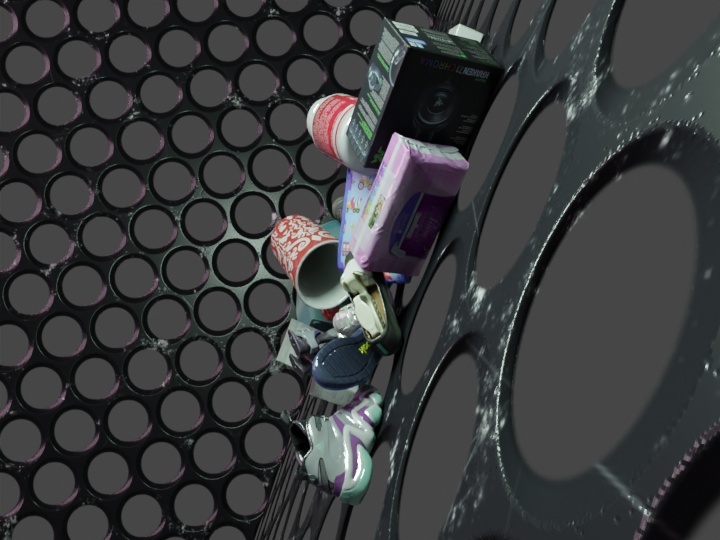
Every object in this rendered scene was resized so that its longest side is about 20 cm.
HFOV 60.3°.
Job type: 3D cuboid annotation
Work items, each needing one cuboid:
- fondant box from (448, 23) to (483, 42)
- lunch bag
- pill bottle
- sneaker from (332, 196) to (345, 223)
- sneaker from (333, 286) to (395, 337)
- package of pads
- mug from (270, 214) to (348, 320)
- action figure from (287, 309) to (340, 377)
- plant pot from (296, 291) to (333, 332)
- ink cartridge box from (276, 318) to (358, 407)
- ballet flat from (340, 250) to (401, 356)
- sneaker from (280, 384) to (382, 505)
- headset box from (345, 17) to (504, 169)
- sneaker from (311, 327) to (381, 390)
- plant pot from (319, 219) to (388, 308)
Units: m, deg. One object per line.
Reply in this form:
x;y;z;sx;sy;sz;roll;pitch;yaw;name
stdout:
0.197;-0.436;1.322;0.201;0.057;0.148;-80;10;-73;fondant box
0.036;-0.070;1.081;0.093;0.147;0.206;23;-102;-54;lunch bag
-0.021;-0.244;1.079;0.200;0.110;0.115;40;111;56;pill bottle
0.042;-0.138;1.376;0.115;0.194;0.078;-125;24;-59;sneaker
0.005;0.084;1.070;0.201;0.096;0.077;109;153;-63;sneaker
0.071;-0.095;0.927;0.076;0.117;0.204;58;134;48;package of pads
-0.105;-0.007;1.230;0.200;0.130;0.183;41;123;55;mug
-0.043;0.129;1.200;0.070;0.196;0.133;48;141;36;action figure
-0.073;0.081;1.640;0.197;0.190;0.205;117;163;-53;plant pot
-0.084;0.188;1.283;0.201;0.172;0.046;-80;12;-70;ink cartridge box
0.010;0.035;0.950;0.067;0.068;0.203;-36;55;18;ballet flat
-0.045;0.216;0.866;0.202;0.136;0.079;-78;10;-61;sneaker
0.088;-0.244;0.929;0.094;0.169;0.203;64;141;41;headset box
-0.019;0.142;0.940;0.082;0.075;0.199;-44;-12;27;sneaker
-0.022;0.001;1.380;0.205;0.195;0.188;-69;20;5;plant pot
